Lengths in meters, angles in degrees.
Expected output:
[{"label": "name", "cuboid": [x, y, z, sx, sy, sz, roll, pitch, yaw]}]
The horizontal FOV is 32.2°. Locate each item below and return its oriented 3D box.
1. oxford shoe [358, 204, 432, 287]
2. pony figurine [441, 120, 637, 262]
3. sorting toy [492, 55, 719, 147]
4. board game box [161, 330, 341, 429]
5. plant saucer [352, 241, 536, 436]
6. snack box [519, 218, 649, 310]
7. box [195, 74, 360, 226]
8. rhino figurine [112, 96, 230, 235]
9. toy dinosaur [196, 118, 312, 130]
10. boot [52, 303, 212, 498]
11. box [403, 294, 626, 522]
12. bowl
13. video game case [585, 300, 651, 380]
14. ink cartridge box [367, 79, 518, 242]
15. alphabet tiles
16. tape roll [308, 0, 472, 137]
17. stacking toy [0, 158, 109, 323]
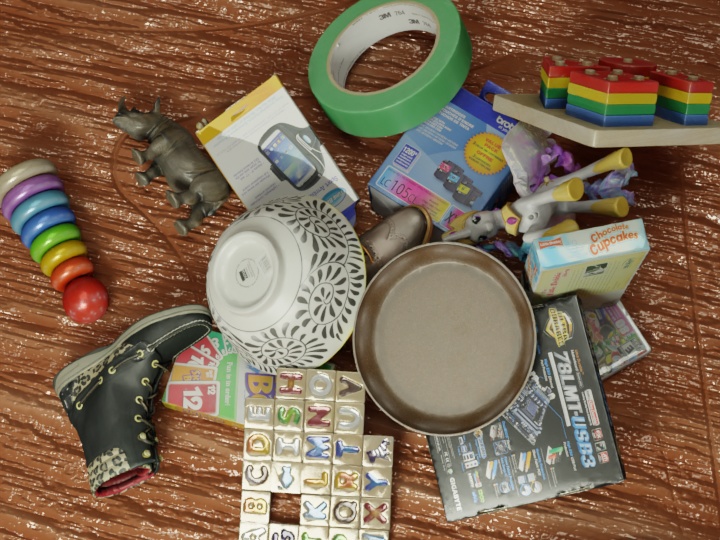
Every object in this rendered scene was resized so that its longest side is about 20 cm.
[{"label": "oxford shoe", "cuboid": [0.000, 0.000, 1.404, 0.200, 0.073, 0.071, -44, 71, 7]}, {"label": "pony figurine", "cuboid": [0.204, -0.079, 1.367, 0.192, 0.198, 0.169, -30, 102, -40]}, {"label": "sorting toy", "cuboid": [0.284, -0.196, 1.403, 0.197, 0.198, 0.071, -5, 110, -27]}, {"label": "board game box", "cuboid": [-0.118, 0.133, 1.416, 0.197, 0.030, 0.097, 15, 70, 6]}, {"label": "plant saucer", "cuboid": [0.090, 0.072, 1.321, 0.197, 0.032, 0.204, -1, 85, 17]}, {"label": "snack box", "cuboid": [0.232, 0.004, 1.335, 0.114, 0.200, 0.038, -11, 72, -2]}, {"label": "box", "cuboid": [-0.090, -0.112, 1.468, 0.118, 0.041, 0.201, -34, 91, 2]}, {"label": "rhino figurine", "cuboid": [-0.232, -0.138, 1.506, 0.087, 0.060, 0.201, -29, 68, -29]}, {"label": "toy dinosaur", "cuboid": [-0.100, -0.140, 1.515, 0.199, 0.058, 0.102, 34, 90, 2]}, {"label": "boot", "cuboid": [-0.233, 0.143, 1.372, 0.201, 0.074, 0.155, -28, 61, 8]}, {"label": "box", "cuboid": [0.164, 0.148, 1.333, 0.195, 0.050, 0.203, -16, 82, 13]}, {"label": "bowl", "cuboid": [-0.101, 0.009, 1.356, 0.198, 0.094, 0.205, -5, 80, 29]}, {"label": "video game case", "cuboid": [0.210, 0.080, 1.424, 0.198, 0.018, 0.144, -28, 71, -8]}, {"label": "ink cartridge box", "cuboid": [0.117, -0.130, 1.481, 0.135, 0.077, 0.201, 32, 72, 14]}, {"label": "alphabet tiles", "cuboid": [-0.047, 0.209, 1.353, 0.164, 0.008, 0.204, 3, 90, 4]}, {"label": "tape roll", "cuboid": [0.035, -0.253, 1.504, 0.197, 0.048, 0.203, -15, 51, 19]}, {"label": "stacking toy", "cuboid": [-0.353, -0.029, 1.465, 0.085, 0.086, 0.201, -30, 76, -9]}]
